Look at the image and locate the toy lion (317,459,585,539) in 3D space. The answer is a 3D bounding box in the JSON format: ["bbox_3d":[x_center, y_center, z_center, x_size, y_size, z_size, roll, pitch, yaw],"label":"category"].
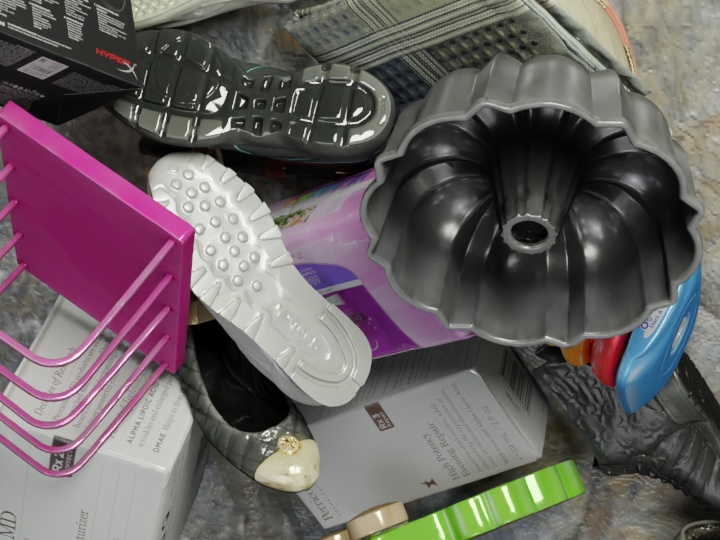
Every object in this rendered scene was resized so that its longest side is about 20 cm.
[{"bbox_3d":[0.072,0.196,1.208,0.069,0.190,0.200,68,159,10],"label":"toy lion"}]

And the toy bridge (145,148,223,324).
[{"bbox_3d":[-0.119,-0.066,1.081,0.027,0.067,0.202,-7,93,29],"label":"toy bridge"}]

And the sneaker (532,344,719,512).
[{"bbox_3d":[0.218,0.126,1.167,0.104,0.060,0.201,-24,111,27],"label":"sneaker"}]

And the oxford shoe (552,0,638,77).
[{"bbox_3d":[0.111,-0.155,0.978,0.070,0.074,0.200,-26,116,27],"label":"oxford shoe"}]

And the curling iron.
[{"bbox_3d":[-0.063,-0.086,1.109,0.198,0.026,0.050,2,105,20],"label":"curling iron"}]

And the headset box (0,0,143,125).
[{"bbox_3d":[-0.214,-0.206,0.939,0.077,0.202,0.148,-19,163,27],"label":"headset box"}]

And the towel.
[{"bbox_3d":[0.074,-0.123,0.983,0.192,0.035,0.199,40,152,-27],"label":"towel"}]

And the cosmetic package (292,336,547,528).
[{"bbox_3d":[0.032,0.117,1.199,0.199,0.074,0.102,-24,117,27],"label":"cosmetic package"}]

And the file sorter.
[{"bbox_3d":[-0.198,0.025,0.986,0.138,0.126,0.200,34,154,9],"label":"file sorter"}]

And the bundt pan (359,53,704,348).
[{"bbox_3d":[0.103,-0.047,0.929,0.199,0.076,0.203,7,137,6],"label":"bundt pan"}]

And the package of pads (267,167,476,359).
[{"bbox_3d":[0.000,0.000,1.080,0.199,0.076,0.121,-16,117,51],"label":"package of pads"}]

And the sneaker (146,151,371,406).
[{"bbox_3d":[-0.079,0.011,1.045,0.201,0.076,0.080,54,160,-11],"label":"sneaker"}]

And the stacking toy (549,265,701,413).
[{"bbox_3d":[0.129,0.002,1.082,0.199,0.117,0.110,25,169,20],"label":"stacking toy"}]

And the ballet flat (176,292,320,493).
[{"bbox_3d":[-0.091,0.071,1.095,0.201,0.066,0.057,53,143,27],"label":"ballet flat"}]

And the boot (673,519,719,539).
[{"bbox_3d":[0.222,0.263,1.234,0.180,0.073,0.201,8,146,-8],"label":"boot"}]

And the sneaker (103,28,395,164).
[{"bbox_3d":[-0.076,-0.101,1.025,0.198,0.076,0.079,13,168,5],"label":"sneaker"}]

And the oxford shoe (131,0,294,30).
[{"bbox_3d":[-0.077,-0.200,1.012,0.198,0.058,0.076,-14,91,8],"label":"oxford shoe"}]

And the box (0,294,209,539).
[{"bbox_3d":[-0.188,0.133,1.188,0.129,0.201,0.200,16,128,2],"label":"box"}]
